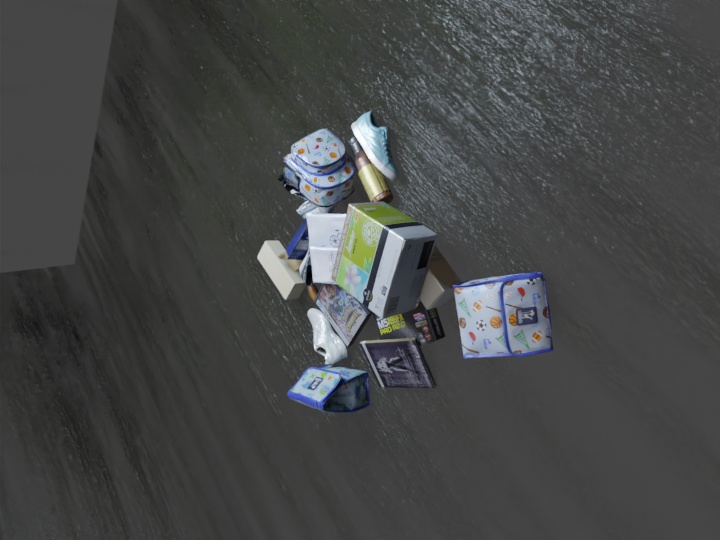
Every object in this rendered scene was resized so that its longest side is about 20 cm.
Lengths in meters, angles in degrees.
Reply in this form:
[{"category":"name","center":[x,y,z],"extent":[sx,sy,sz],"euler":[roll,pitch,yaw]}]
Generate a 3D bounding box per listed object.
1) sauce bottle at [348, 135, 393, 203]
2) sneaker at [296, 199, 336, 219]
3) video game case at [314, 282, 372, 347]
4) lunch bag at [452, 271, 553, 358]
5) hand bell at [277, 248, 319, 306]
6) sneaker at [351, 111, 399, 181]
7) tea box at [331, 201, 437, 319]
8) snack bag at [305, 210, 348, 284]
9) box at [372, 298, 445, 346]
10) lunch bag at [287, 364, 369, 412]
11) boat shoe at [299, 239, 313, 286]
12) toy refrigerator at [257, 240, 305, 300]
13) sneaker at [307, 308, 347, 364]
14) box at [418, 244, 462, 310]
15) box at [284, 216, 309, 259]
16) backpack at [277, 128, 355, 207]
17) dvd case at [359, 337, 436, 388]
[{"category":"sauce bottle","center":[0.025,-0.271,1.457],"extent":[0.066,0.065,0.205],"euler":[-37,68,42]},{"category":"sneaker","center":[-0.098,-0.190,1.608],"extent":[0.196,0.076,0.088],"euler":[-18,117,39]},{"category":"video game case","center":[-0.053,0.104,1.580],"extent":[0.182,0.025,0.202],"euler":[52,144,17]},{"category":"lunch bag","center":[0.316,0.098,1.179],"extent":[0.195,0.123,0.177],"euler":[-7,92,32]},{"category":"hand bell","center":[-0.174,0.020,1.715],"extent":[0.103,0.103,0.204],"euler":[-30,87,44]},{"category":"sneaker","center":[0.053,-0.332,1.411],"extent":[0.081,0.073,0.203],"euler":[-39,78,23]},{"category":"tea box","center":[0.052,-0.031,1.286],"extent":[0.195,0.131,0.206],"euler":[34,120,37]},{"category":"snack bag","center":[-0.071,-0.060,1.484],"extent":[0.184,0.021,0.208],"euler":[6,107,34]},{"category":"box","center":[0.120,0.128,1.438],"extent":[0.198,0.043,0.165],"euler":[-26,80,46]},{"category":"lunch bag","center":[-0.094,0.357,1.593],"extent":[0.167,0.196,0.132],"euler":[1,98,46]},{"category":"boat shoe","center":[-0.131,-0.038,1.602],"extent":[0.203,0.070,0.069],"euler":[-60,36,35]},{"category":"toy refrigerator","center":[-0.261,-0.003,1.800],"extent":[0.201,0.069,0.077],"euler":[51,123,26]},{"category":"sneaker","center":[-0.120,0.202,1.667],"extent":[0.202,0.079,0.071],"euler":[52,159,29]},{"category":"box","center":[0.158,-0.011,1.341],"extent":[0.202,0.093,0.078],"euler":[56,130,22]},{"category":"box","center":[-0.135,-0.106,1.610],"extent":[0.201,0.118,0.033],"euler":[-51,53,38]},{"category":"backpack","center":[-0.103,-0.281,1.491],"extent":[0.190,0.198,0.156],"euler":[44,155,17]},{"category":"dvd case","center":[0.099,0.253,1.456],"extent":[0.196,0.016,0.152],"euler":[-10,112,42]}]
